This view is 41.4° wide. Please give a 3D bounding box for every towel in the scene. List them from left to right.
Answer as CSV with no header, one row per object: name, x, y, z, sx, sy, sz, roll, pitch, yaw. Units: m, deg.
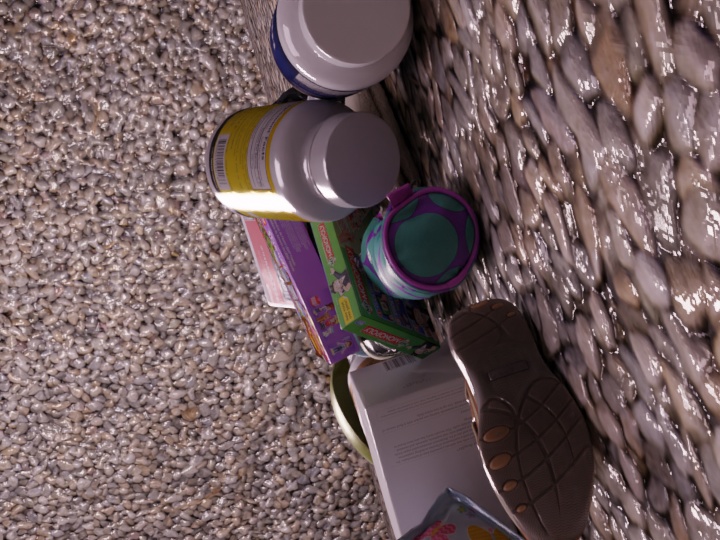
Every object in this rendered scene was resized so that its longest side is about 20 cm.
towel,0.022,-0.129,1.008,0.133,0.034,0.201,88,164,-61

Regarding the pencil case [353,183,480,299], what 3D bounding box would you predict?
pencil case,0.046,-0.022,0.836,0.093,0.085,0.200,60,174,-1

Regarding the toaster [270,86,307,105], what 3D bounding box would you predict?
toaster,-0.087,-0.148,1.261,0.113,0.200,0.130,17,139,41

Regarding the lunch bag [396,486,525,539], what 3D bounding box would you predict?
lunch bag,0.121,0.322,0.839,0.199,0.127,0.171,30,146,38

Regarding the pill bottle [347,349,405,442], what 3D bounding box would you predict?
pill bottle,0.046,0.147,1.165,0.201,0.113,0.115,-114,9,-52

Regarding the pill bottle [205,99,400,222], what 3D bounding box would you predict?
pill bottle,-0.055,-0.102,0.892,0.199,0.111,0.112,9,119,54

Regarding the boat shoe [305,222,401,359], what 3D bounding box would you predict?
boat shoe,0.000,0.000,1.050,0.202,0.071,0.068,64,169,5

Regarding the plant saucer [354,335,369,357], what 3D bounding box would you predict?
plant saucer,0.013,0.002,1.151,0.200,0.038,0.203,6,98,52

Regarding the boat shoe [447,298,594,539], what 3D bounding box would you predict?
boat shoe,0.114,0.109,0.668,0.201,0.075,0.072,-100,-5,-46

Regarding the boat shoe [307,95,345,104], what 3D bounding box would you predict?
boat shoe,-0.031,-0.196,1.141,0.074,0.067,0.201,-90,10,-73

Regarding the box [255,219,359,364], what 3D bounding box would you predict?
box,-0.068,0.005,1.091,0.202,0.039,0.137,66,171,-3

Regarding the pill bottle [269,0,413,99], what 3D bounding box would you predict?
pill bottle,-0.017,-0.203,0.787,0.200,0.110,0.112,-142,36,-79

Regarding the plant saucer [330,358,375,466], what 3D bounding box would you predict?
plant saucer,0.031,0.195,1.247,0.199,0.031,0.201,35,-154,-20

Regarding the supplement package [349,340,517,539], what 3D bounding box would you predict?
supplement package,0.075,0.197,0.996,0.120,0.120,0.202,-129,24,-76

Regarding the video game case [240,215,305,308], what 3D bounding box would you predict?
video game case,-0.076,-0.019,1.183,0.199,0.017,0.144,2,113,52

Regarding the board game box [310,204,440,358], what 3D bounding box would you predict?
board game box,0.007,-0.014,0.994,0.134,0.029,0.201,23,-140,-46
